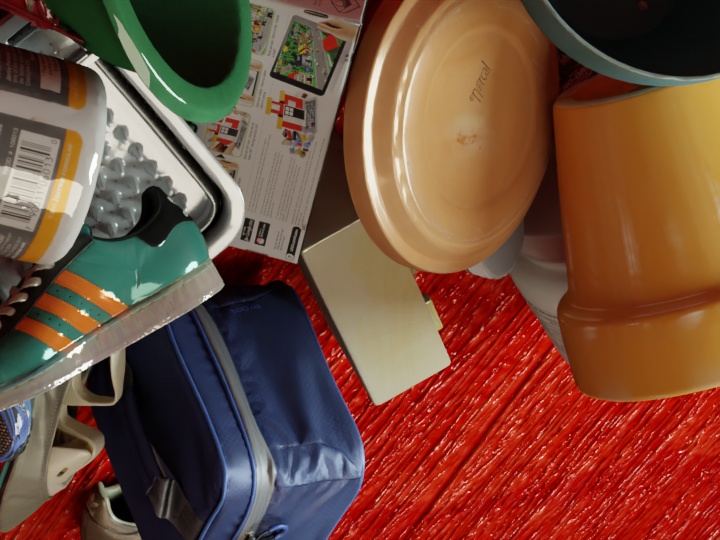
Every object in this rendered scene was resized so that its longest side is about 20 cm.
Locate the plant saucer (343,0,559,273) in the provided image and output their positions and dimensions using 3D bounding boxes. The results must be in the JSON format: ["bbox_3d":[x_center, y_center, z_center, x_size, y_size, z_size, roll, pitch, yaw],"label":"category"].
[{"bbox_3d":[0.064,-0.097,1.709,0.200,0.032,0.202,-16,111,-48],"label":"plant saucer"}]

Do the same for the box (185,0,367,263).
[{"bbox_3d":[-0.068,-0.099,1.676,0.109,0.035,0.201,15,133,-2],"label":"box"}]

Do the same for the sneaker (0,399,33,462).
[{"bbox_3d":[-0.280,0.048,1.612,0.075,0.200,0.079,-49,-175,27],"label":"sneaker"}]

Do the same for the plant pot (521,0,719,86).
[{"bbox_3d":[0.172,-0.201,1.674,0.199,0.201,0.135,-21,177,-14],"label":"plant pot"}]

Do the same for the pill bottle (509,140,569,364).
[{"bbox_3d":[0.161,-0.013,1.922,0.114,0.115,0.200,-33,144,2],"label":"pill bottle"}]

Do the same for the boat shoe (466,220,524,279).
[{"bbox_3d":[0.063,-0.093,1.791,0.074,0.068,0.200,-39,131,-41],"label":"boat shoe"}]

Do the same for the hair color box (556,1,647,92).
[{"bbox_3d":[0.220,-0.123,1.882,0.099,0.061,0.200,-43,142,15],"label":"hair color box"}]

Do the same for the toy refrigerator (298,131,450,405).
[{"bbox_3d":[0.000,0.000,1.853,0.070,0.076,0.200,-29,143,-4],"label":"toy refrigerator"}]

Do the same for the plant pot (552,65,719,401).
[{"bbox_3d":[0.207,-0.039,1.747,0.199,0.200,0.184,-21,101,-14],"label":"plant pot"}]

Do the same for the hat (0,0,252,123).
[{"bbox_3d":[-0.182,-0.159,1.547,0.175,0.166,0.201,-13,121,25],"label":"hat"}]

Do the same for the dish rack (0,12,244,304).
[{"bbox_3d":[-0.185,-0.055,1.626,0.171,0.044,0.200,-38,116,4],"label":"dish rack"}]

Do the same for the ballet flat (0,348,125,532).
[{"bbox_3d":[-0.192,0.091,1.786,0.067,0.063,0.201,-56,163,-68],"label":"ballet flat"}]

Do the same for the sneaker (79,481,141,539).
[{"bbox_3d":[-0.105,0.161,1.969,0.199,0.071,0.076,-19,141,-18],"label":"sneaker"}]

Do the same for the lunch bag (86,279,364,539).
[{"bbox_3d":[-0.097,0.111,1.808,0.132,0.201,0.136,-2,140,-32],"label":"lunch bag"}]

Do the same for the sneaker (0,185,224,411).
[{"bbox_3d":[-0.179,0.021,1.587,0.199,0.080,0.071,-30,-173,-24],"label":"sneaker"}]

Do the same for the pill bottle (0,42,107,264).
[{"bbox_3d":[-0.248,-0.079,1.511,0.199,0.117,0.117,14,128,-18],"label":"pill bottle"}]
